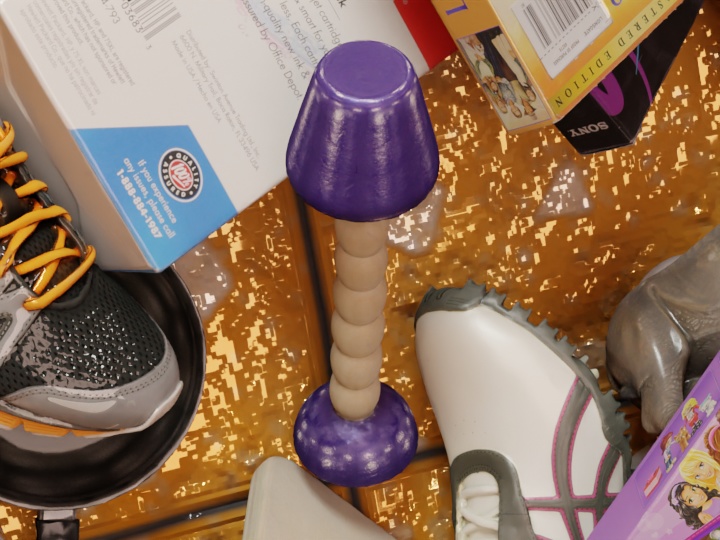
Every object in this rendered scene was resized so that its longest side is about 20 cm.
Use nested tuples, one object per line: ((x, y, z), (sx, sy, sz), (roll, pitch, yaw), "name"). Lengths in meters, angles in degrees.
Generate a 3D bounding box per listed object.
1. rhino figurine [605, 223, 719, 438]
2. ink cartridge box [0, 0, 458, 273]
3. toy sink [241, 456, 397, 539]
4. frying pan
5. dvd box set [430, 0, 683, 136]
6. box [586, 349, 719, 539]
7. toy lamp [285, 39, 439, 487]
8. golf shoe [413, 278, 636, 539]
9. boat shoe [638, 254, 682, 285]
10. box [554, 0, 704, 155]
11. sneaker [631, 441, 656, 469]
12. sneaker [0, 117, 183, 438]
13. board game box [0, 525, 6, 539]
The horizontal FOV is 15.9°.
((0.177, -0.007, 1.015), (0.200, 0.087, 0.060), (-42, 128, -6), "rhino figurine")
((-0.044, -0.102, 0.969), (0.200, 0.067, 0.117), (-38, 107, -24), "ink cartridge box")
((-0.030, 0.192, 0.992), (0.130, 0.200, 0.112), (39, 116, -19), "toy sink")
((-0.104, 0.070, 1.005), (0.114, 0.031, 0.191), (-22, 104, -9), "frying pan")
((0.052, -0.170, 0.927), (0.146, 0.029, 0.201), (-44, 110, -37), "dvd box set")
((0.147, 0.133, 0.968), (0.136, 0.039, 0.201), (30, 106, -12), "box")
((0.000, 0.000, 0.959), (0.058, 0.058, 0.201), (-15, 137, -14), "toy lamp")
((0.069, 0.101, 1.021), (0.088, 0.077, 0.201), (-34, 100, -37), "golf shoe")
((0.198, 0.065, 1.076), (0.200, 0.070, 0.071), (42, 85, -18), "boat shoe")
((0.063, -0.163, 0.980), (0.200, 0.036, 0.143), (46, 56, -24), "box")
((0.181, 0.150, 1.068), (0.075, 0.100, 0.200), (-40, 105, -6), "sneaker")
((-0.143, -0.018, 0.924), (0.200, 0.077, 0.078), (39, 41, 2), "sneaker")
((-0.216, 0.153, 0.941), (0.199, 0.096, 0.030), (-30, 135, -1), "board game box")
